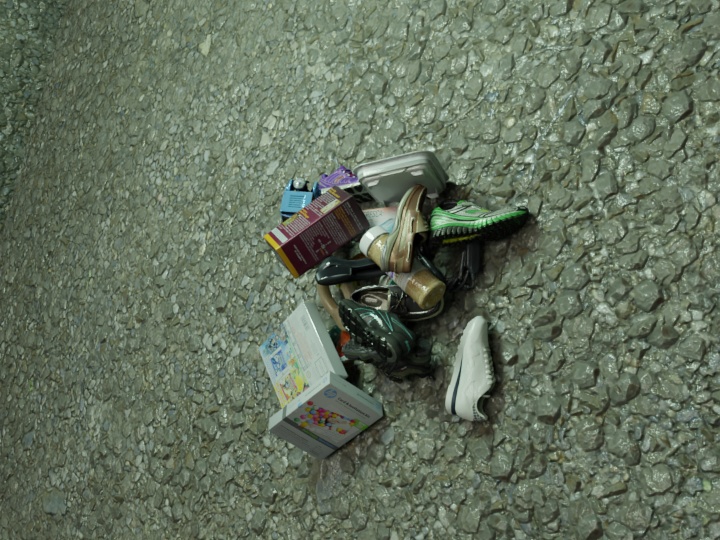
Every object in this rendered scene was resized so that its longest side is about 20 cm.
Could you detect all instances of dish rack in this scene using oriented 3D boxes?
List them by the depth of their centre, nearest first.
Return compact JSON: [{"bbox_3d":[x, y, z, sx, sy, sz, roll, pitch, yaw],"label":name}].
[{"bbox_3d":[0.088,-0.181,1.653,0.171,0.200,0.044,-11,73,16],"label":"dish rack"}]

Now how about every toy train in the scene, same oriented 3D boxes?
[{"bbox_3d":[-0.135,-0.129,1.865,0.086,0.200,0.115,6,61,6],"label":"toy train"}]

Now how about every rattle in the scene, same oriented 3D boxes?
[{"bbox_3d":[-0.018,0.070,1.818,0.130,0.143,0.201,-1,113,35],"label":"rattle"}]

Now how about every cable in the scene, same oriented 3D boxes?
[{"bbox_3d":[0.182,-0.050,1.665,0.163,0.051,0.201,-11,74,44],"label":"cable"}]

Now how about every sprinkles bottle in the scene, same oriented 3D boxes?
[{"bbox_3d":[0.083,-0.008,1.619,0.200,0.068,0.068,44,108,31],"label":"sprinkles bottle"}]

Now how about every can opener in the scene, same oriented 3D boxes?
[{"bbox_3d":[0.000,0.000,1.699,0.064,0.199,0.079,90,168,-45],"label":"can opener"}]

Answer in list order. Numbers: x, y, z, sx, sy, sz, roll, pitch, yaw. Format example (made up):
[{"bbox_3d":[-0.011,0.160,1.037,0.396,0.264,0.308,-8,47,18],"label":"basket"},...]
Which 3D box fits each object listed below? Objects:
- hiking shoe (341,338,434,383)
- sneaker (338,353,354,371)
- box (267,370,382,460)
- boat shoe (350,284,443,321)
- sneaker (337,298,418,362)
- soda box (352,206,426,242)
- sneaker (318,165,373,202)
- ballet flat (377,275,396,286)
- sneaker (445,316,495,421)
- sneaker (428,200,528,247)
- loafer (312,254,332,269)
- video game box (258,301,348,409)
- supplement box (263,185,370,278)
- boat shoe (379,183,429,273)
[{"bbox_3d":[0.054,0.191,1.656,0.199,0.076,0.101,3,118,28],"label":"hiking shoe"},{"bbox_3d":[-0.103,0.208,1.823,0.200,0.071,0.113,-36,60,31],"label":"sneaker"},{"bbox_3d":[-0.075,0.314,1.713,0.200,0.156,0.041,-40,30,25],"label":"box"},{"bbox_3d":[0.071,0.065,1.652,0.199,0.065,0.072,4,87,28],"label":"boat shoe"},{"bbox_3d":[0.032,0.114,1.623,0.200,0.079,0.076,37,143,36],"label":"sneaker"},{"bbox_3d":[0.053,-0.096,1.747,0.200,0.063,0.069,-1,77,55],"label":"soda box"},{"bbox_3d":[-0.032,-0.208,1.872,0.200,0.081,0.084,1,74,42],"label":"sneaker"},{"bbox_3d":[0.038,0.092,1.744,0.069,0.069,0.201,25,91,42],"label":"ballet flat"},{"bbox_3d":[0.226,0.189,1.548,0.080,0.076,0.201,11,90,31],"label":"sneaker"},{"bbox_3d":[0.230,-0.106,1.575,0.199,0.078,0.085,-7,66,8],"label":"sneaker"},{"bbox_3d":[-0.068,-0.078,1.838,0.063,0.072,0.200,-4,42,29],"label":"loafer"},{"bbox_3d":[-0.130,0.202,1.770,0.182,0.047,0.200,-44,56,28],"label":"video game box"},{"bbox_3d":[-0.095,-0.085,1.723,0.200,0.086,0.110,-36,27,-7],"label":"supplement box"},{"bbox_3d":[0.101,-0.078,1.582,0.072,0.076,0.201,15,69,16],"label":"boat shoe"}]
